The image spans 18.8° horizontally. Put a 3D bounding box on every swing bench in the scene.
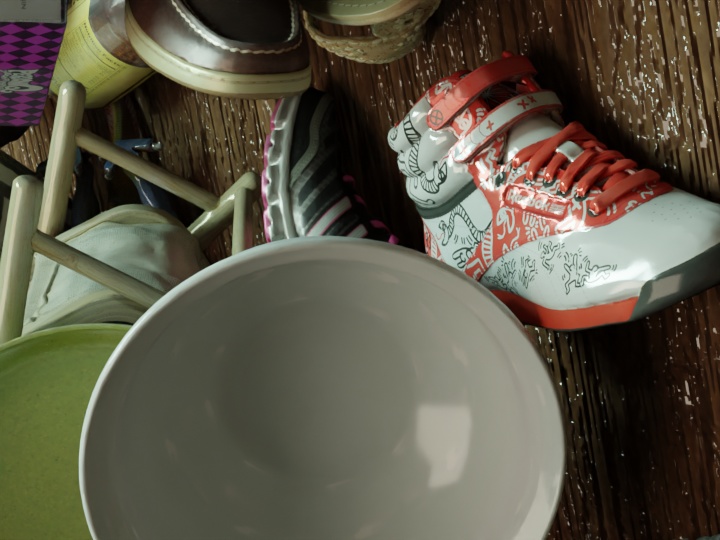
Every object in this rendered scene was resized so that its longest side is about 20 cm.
[{"bbox_3d":[-0.147,0.037,1.098,0.200,0.129,0.199,-60,11,16],"label":"swing bench"}]

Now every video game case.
[{"bbox_3d":[-0.159,-0.176,1.012,0.200,0.036,0.182,145,124,-76],"label":"video game case"}]

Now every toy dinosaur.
[{"bbox_3d":[-0.109,0.004,1.271,0.105,0.200,0.182,-12,124,24],"label":"toy dinosaur"}]

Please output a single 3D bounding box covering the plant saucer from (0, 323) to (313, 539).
[{"bbox_3d":[-0.118,0.114,1.003,0.031,0.199,0.201,-105,7,-71],"label":"plant saucer"}]

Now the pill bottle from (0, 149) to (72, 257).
[{"bbox_3d":[-0.242,-0.026,1.255,0.113,0.113,0.200,57,-173,25],"label":"pill bottle"}]

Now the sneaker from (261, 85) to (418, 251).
[{"bbox_3d":[0.000,0.000,1.054,0.074,0.087,0.201,85,179,-64],"label":"sneaker"}]

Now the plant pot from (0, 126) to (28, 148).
[{"bbox_3d":[-0.267,-0.168,1.279,0.201,0.200,0.198,56,167,25],"label":"plant pot"}]

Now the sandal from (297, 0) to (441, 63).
[{"bbox_3d":[0.003,-0.130,0.995,0.070,0.078,0.212,50,171,-30],"label":"sandal"}]

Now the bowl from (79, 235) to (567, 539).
[{"bbox_3d":[-0.018,0.065,0.929,0.090,0.200,0.202,-101,5,-68],"label":"bowl"}]

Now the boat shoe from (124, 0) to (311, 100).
[{"bbox_3d":[-0.068,-0.143,0.951,0.200,0.072,0.072,-115,28,-52],"label":"boat shoe"}]

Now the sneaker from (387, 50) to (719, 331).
[{"bbox_3d":[0.077,-0.036,0.891,0.201,0.067,0.108,-6,107,64],"label":"sneaker"}]

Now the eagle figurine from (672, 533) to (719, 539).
[{"bbox_3d":[0.134,0.185,0.874,0.200,0.150,0.152,139,120,-71],"label":"eagle figurine"}]

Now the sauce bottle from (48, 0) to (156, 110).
[{"bbox_3d":[-0.120,-0.140,1.184,0.200,0.066,0.066,-23,86,59],"label":"sauce bottle"}]
